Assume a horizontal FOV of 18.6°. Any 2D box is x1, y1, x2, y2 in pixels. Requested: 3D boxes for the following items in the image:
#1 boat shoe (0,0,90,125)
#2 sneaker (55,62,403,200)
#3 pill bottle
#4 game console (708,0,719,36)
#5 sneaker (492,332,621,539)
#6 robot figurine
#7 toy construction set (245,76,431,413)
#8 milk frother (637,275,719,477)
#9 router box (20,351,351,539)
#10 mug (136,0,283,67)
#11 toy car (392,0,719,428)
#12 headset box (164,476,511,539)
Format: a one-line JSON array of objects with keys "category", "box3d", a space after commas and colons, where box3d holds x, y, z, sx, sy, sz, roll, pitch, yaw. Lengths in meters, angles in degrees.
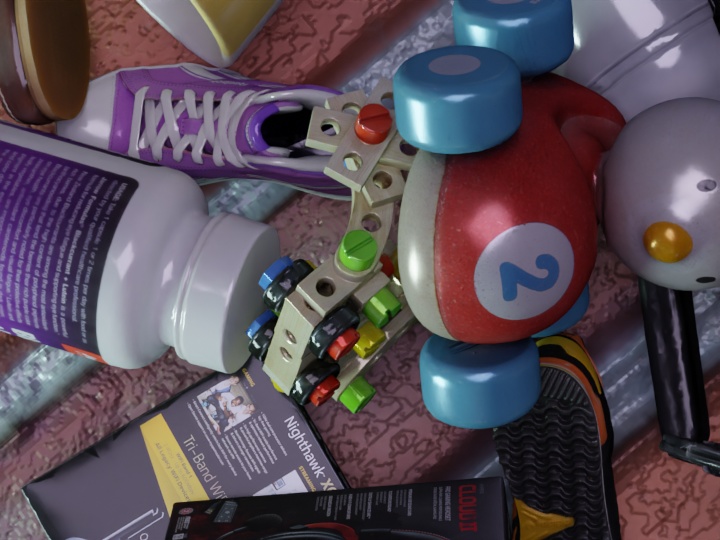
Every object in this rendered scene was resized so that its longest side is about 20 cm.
[{"category": "boat shoe", "box3d": [-0.199, -0.173, 1.243, 0.070, 0.070, 0.201, -14, 71, 20]}, {"category": "sneaker", "box3d": [-0.077, -0.082, 1.208, 0.199, 0.114, 0.073, 3, 88, 6]}, {"category": "pill bottle", "box3d": [-0.150, -0.011, 1.196, 0.199, 0.111, 0.112, 16, 87, 14]}, {"category": "game console", "box3d": [0.220, -0.174, 1.101, 0.170, 0.118, 0.201, -20, 88, -26]}, {"category": "sneaker", "box3d": [0.114, 0.130, 1.203, 0.070, 0.090, 0.201, 1, 112, 17]}, {"category": "robot figurine", "box3d": [0.143, -0.147, 1.196, 0.169, 0.113, 0.201, -35, 84, 16]}, {"category": "toy construction set", "box3d": [0.000, 0.000, 1.146, 0.092, 0.200, 0.131, 38, 63, 25]}, {"category": "milk frother", "box3d": [0.234, 0.027, 1.133, 0.179, 0.200, 0.189, -5, 85, 2]}, {"category": "router box", "box3d": [-0.070, 0.165, 1.219, 0.157, 0.052, 0.201, -30, 84, 1]}, {"category": "mug", "box3d": [-0.061, -0.210, 1.194, 0.153, 0.186, 0.150, -43, 127, -9]}, {"category": "toy car", "box3d": [0.133, -0.031, 1.079, 0.199, 0.177, 0.185, 5, 120, 21]}, {"category": "headset box", "box3d": [-0.001, 0.172, 1.106, 0.199, 0.149, 0.075, -5, 111, 5]}]
